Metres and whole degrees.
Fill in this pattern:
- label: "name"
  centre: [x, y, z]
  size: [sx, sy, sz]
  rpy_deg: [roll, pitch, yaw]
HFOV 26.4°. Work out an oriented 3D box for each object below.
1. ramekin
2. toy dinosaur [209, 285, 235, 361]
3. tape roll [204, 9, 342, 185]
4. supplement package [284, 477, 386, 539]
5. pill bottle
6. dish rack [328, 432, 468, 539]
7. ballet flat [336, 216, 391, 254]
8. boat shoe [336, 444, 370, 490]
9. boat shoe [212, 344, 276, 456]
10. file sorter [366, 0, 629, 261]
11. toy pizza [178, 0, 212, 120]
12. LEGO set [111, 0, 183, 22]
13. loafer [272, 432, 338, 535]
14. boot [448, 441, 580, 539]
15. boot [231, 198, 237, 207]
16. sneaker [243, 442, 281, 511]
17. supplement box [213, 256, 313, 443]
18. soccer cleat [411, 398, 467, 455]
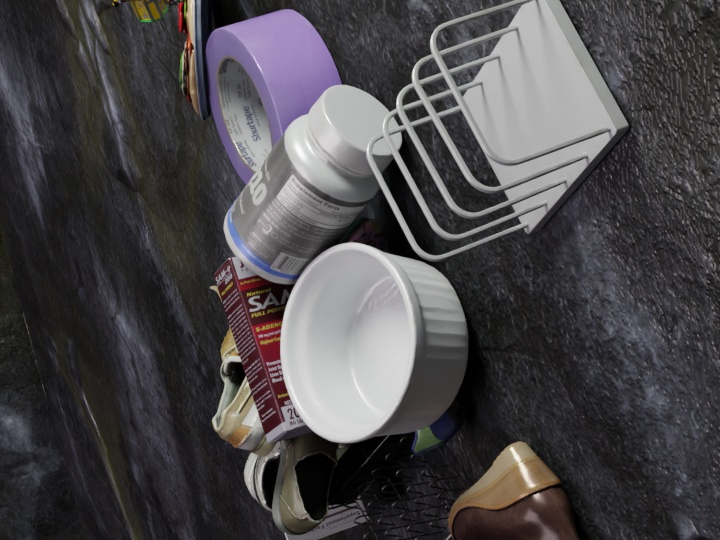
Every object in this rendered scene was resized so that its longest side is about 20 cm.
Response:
- label: "ramekin"
  centre: [0.017, 0.075, 1.569]
  size: [0.200, 0.097, 0.201]
  rpy_deg: [-6, 81, 46]
- label: "toy dinosaur"
  centre: [-0.128, 0.074, 1.841]
  size: [0.058, 0.101, 0.200]
  rpy_deg: [38, -156, -60]
- label: "tape roll"
  centre: [-0.094, -0.184, 1.711]
  size: [0.200, 0.085, 0.201]
  rpy_deg: [47, 149, 41]
- label: "supplement package"
  centre: [-0.061, 0.223, 1.894]
  size: [0.114, 0.109, 0.201]
  rpy_deg: [-12, -100, -77]
- label: "pill bottle"
  centre: [-0.048, -0.088, 1.578]
  size: [0.200, 0.114, 0.114]
  rpy_deg: [-50, 59, 36]
- label: "dish rack"
  centre: [0.055, 0.267, 1.702]
  size: [0.154, 0.054, 0.200]
  rpy_deg: [-51, 55, 24]
- label: "ballet flat"
  centre: [0.000, 0.000, 1.691]
  size: [0.071, 0.069, 0.200]
  rpy_deg: [48, 159, 5]
- label: "boat shoe"
  centre: [-0.010, 0.172, 1.775]
  size: [0.062, 0.072, 0.201]
  rpy_deg: [-60, -26, -70]
- label: "boat shoe"
  centre: [-0.118, 0.107, 1.720]
  size: [0.075, 0.068, 0.201]
  rpy_deg: [-44, 31, 44]
- label: "file sorter"
  centre: [0.103, -0.113, 1.269]
  size: [0.139, 0.124, 0.200]
  rpy_deg: [63, 156, 14]
- label: "toy pizza"
  centre: [-0.197, -0.278, 1.822]
  size: [0.200, 0.032, 0.201]
  rpy_deg: [179, 90, -88]
- label: "LEGO set"
  centre: [-0.202, -0.375, 1.665]
  size: [0.116, 0.199, 0.154]
  rpy_deg: [67, 179, -45]
- label: "loafer"
  centre: [-0.050, 0.196, 1.714]
  size: [0.070, 0.075, 0.201]
  rpy_deg: [-8, 78, 56]
- label: "boot"
  centre: [0.163, 0.283, 1.527]
  size: [0.167, 0.072, 0.200]
  rpy_deg: [62, 152, 26]
- label: "boot"
  centre: [-0.089, -0.004, 1.784]
  size: [0.073, 0.096, 0.200]
  rpy_deg: [-28, 94, 23]
- label: "sneaker"
  centre: [-0.072, 0.188, 1.781]
  size: [0.088, 0.075, 0.201]
  rpy_deg: [-131, 57, -67]
- label: "supplement box"
  centre: [-0.075, 0.076, 1.676]
  size: [0.061, 0.108, 0.201]
  rpy_deg: [-42, 64, 59]
- label: "soccer cleat"
  centre: [0.032, 0.112, 1.652]
  size: [0.200, 0.084, 0.065]
  rpy_deg: [51, -179, 32]
